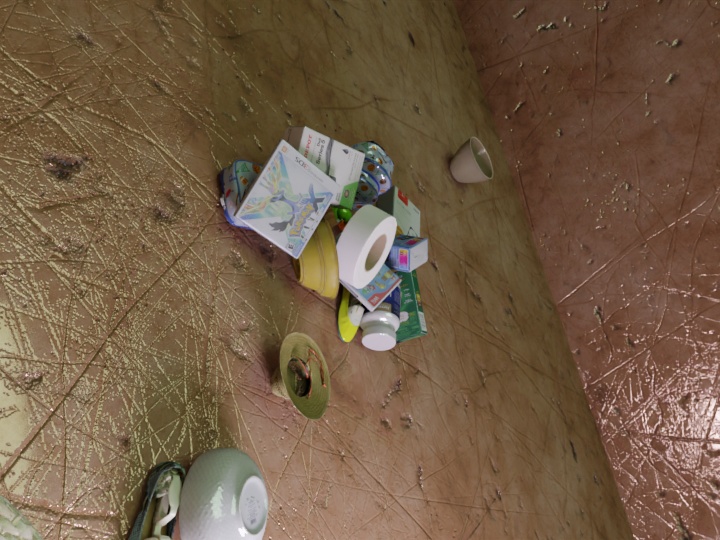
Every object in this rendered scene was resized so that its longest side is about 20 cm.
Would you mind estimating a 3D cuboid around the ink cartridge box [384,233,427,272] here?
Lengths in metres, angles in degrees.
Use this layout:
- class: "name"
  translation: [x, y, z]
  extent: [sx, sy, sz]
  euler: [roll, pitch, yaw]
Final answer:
- class: "ink cartridge box"
  translation: [0.086, -0.060, 1.599]
  extent: [0.136, 0.197, 0.078]
  euler: [-27, 120, -55]

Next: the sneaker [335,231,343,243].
- class: "sneaker"
  translation: [-0.010, -0.104, 1.454]
  extent: [0.073, 0.082, 0.200]
  euler: [36, 56, 7]

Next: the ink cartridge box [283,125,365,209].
- class: "ink cartridge box"
  translation: [-0.099, -0.248, 1.318]
  extent: [0.198, 0.083, 0.149]
  euler: [14, 90, -41]

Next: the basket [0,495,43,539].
- class: "basket"
  translation: [-0.497, 0.308, 0.571]
  extent: [0.201, 0.159, 0.199]
  euler: [54, 37, -15]

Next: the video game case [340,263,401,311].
- class: "video game case"
  translation: [0.000, 0.000, 1.454]
  extent: [0.200, 0.018, 0.143]
  euler: [43, 51, 7]

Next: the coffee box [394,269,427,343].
- class: "coffee box"
  translation: [0.122, 0.103, 1.580]
  extent: [0.044, 0.121, 0.204]
  euler: [18, 56, -53]

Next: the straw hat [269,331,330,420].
- class: "straw hat"
  translation: [-0.148, 0.237, 1.164]
  extent: [0.202, 0.084, 0.204]
  euler: [51, 27, -39]

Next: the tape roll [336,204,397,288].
- class: "tape roll"
  translation: [0.012, -0.060, 1.353]
  extent: [0.070, 0.206, 0.202]
  euler: [28, 28, 20]

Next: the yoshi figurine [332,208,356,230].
- class: "yoshi figurine"
  translation: [-0.081, -0.208, 1.515]
  extent: [0.200, 0.112, 0.113]
  euler: [42, 25, -28]

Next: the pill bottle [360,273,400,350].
- class: "pill bottle"
  translation: [0.054, 0.110, 1.492]
  extent: [0.115, 0.114, 0.203]
  euler: [35, 44, -37]

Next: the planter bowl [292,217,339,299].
- class: "planter bowl"
  translation: [-0.120, -0.024, 1.321]
  extent: [0.082, 0.201, 0.204]
  euler: [-8, 73, -18]

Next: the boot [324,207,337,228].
- class: "boot"
  translation: [-0.099, -0.189, 1.422]
  extent: [0.199, 0.076, 0.156]
  euler: [-40, 105, -17]

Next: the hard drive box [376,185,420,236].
- class: "hard drive box"
  translation: [0.124, -0.150, 1.780]
  extent: [0.155, 0.076, 0.203]
  euler: [38, 43, -36]

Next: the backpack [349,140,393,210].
- class: "backpack"
  translation: [-0.001, -0.283, 1.583]
  extent: [0.199, 0.188, 0.157]
  euler: [33, 46, -40]

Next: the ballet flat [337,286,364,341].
- class: "ballet flat"
  translation: [-0.019, 0.091, 1.444]
  extent: [0.067, 0.066, 0.203]
  euler: [37, 44, -37]

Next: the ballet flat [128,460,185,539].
- class: "ballet flat"
  translation: [-0.318, 0.402, 0.844]
  extent: [0.074, 0.073, 0.204]
  euler: [30, 48, -41]

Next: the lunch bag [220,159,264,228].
- class: "lunch bag"
  translation: [-0.245, -0.166, 1.281]
  extent: [0.198, 0.075, 0.164]
  euler: [9, 66, -53]

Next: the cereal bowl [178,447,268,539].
- class: "cereal bowl"
  translation: [-0.215, 0.404, 0.920]
  extent: [0.200, 0.082, 0.204]
  euler: [-14, 90, -74]

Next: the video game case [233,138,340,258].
- class: "video game case"
  translation: [-0.162, -0.159, 1.220]
  extent: [0.181, 0.022, 0.202]
  euler: [34, 84, -31]

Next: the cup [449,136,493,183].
- class: "cup"
  translation: [0.484, -0.473, 2.412]
  extent: [0.199, 0.142, 0.204]
  euler: [32, 46, -40]
